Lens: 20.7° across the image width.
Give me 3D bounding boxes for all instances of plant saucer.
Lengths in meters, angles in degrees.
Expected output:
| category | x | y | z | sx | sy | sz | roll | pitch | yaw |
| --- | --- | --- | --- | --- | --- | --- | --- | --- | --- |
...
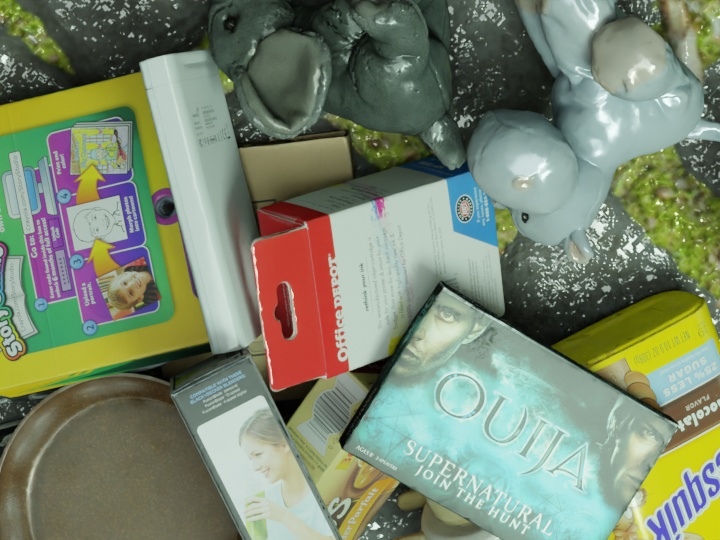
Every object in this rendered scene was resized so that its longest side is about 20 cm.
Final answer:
| category | x | y | z | sx | sy | sz | roll | pitch | yaw |
| --- | --- | --- | --- | --- | --- | --- | --- | --- | --- |
| plant saucer | -0.168 | 0.173 | 1.429 | 0.200 | 0.034 | 0.201 | 0 | 91 | 13 |

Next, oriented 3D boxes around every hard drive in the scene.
| category | x | y | z | sx | sy | sz | roll | pitch | yaw |
| --- | --- | --- | --- | --- | --- | --- | --- | --- | --- |
| hard drive | -0.102 | -0.051 | 1.362 | 0.027 | 0.132 | 0.200 | -13 | 96 | 11 |

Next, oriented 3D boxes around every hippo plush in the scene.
| category | x | y | z | sx | sy | sz | roll | pitch | yaw |
| --- | --- | --- | --- | --- | --- | --- | --- | --- | --- |
| hippo plush | 0.142 | -0.106 | 1.360 | 0.161 | 0.159 | 0.200 | -48 | 142 | 8 |

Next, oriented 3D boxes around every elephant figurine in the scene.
| category | x | y | z | sx | sy | sz | roll | pitch | yaw |
| --- | --- | --- | --- | --- | --- | --- | --- | --- | --- |
| elephant figurine | -0.041 | -0.154 | 1.373 | 0.200 | 0.155 | 0.142 | -9 | 151 | 14 |

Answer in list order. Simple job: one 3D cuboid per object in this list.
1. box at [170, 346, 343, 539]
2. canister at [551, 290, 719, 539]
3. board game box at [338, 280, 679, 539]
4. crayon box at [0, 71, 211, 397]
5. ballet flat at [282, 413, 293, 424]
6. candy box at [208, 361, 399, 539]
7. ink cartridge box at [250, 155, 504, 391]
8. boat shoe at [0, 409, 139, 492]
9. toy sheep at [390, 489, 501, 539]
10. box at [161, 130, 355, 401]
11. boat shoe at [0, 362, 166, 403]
| category | x | y | z | sx | sy | sz | roll | pitch | yaw |
| --- | --- | --- | --- | --- | --- | --- | --- | --- | --- |
| box | -0.060 | 0.152 | 1.337 | 0.060 | 0.117 | 0.200 | -26 | 96 | -4 |
| canister | 0.221 | 0.133 | 1.458 | 0.148 | 0.087 | 0.200 | -26 | 105 | -13 |
| board game box | 0.104 | 0.113 | 1.376 | 0.200 | 0.028 | 0.135 | 30 | 97 | -11 |
| crayon box | -0.195 | -0.026 | 1.398 | 0.172 | 0.058 | 0.200 | -13 | 83 | 7 |
| ballet flat | -0.113 | 0.168 | 1.497 | 0.072 | 0.072 | 0.200 | 35 | 104 | -10 |
| candy box | -0.028 | 0.158 | 1.461 | 0.055 | 0.115 | 0.200 | 45 | 108 | 28 |
| ink cartridge box | 0.000 | 0.000 | 1.388 | 0.200 | 0.067 | 0.116 | -17 | 110 | -30 |
| boat shoe | -0.245 | 0.151 | 1.492 | 0.200 | 0.060 | 0.074 | -23 | 104 | 7 |
| toy sheep | 0.105 | 0.213 | 1.479 | 0.138 | 0.138 | 0.200 | -29 | 122 | 9 |
| box | -0.076 | 0.002 | 1.464 | 0.163 | 0.021 | 0.200 | -6 | 107 | 2 |
| boat shoe | -0.222 | 0.064 | 1.463 | 0.200 | 0.072 | 0.068 | -9 | 146 | 5 |
